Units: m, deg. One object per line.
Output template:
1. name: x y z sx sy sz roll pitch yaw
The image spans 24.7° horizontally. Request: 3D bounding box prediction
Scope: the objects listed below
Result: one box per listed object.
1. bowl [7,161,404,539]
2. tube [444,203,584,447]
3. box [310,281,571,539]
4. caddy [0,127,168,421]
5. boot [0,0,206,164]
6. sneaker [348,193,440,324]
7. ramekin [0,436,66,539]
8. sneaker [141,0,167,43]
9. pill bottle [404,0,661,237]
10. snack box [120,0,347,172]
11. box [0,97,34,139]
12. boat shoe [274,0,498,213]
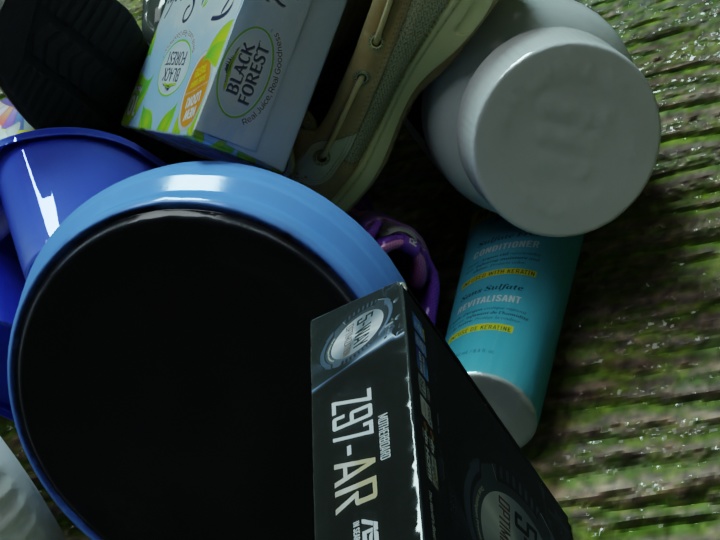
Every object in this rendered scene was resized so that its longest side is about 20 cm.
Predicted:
1. bowl: -0.067 0.053 0.741 0.199 0.202 0.039 -21 13 18
2. tube: 0.077 0.004 0.816 0.076 0.051 0.201 -7 36 21
3. box: 0.038 0.127 0.604 0.043 0.161 0.201 -24 36 17
4. caddy: -0.135 0.009 0.856 0.141 0.199 0.106 -38 44 21
5. boot: -0.173 -0.118 0.880 0.137 0.200 0.078 28 87 28
6. sneaker: 0.000 0.000 0.827 0.089 0.080 0.201 -53 29 32
7. ramekin: -0.231 0.115 0.815 0.105 0.202 0.199 -37 34 -19
8. sneaker: -0.064 -0.188 1.087 0.090 0.077 0.200 14 37 36
9. pill bottle: 0.077 -0.091 0.830 0.109 0.110 0.200 -33 21 2
10. snack box: -0.044 -0.153 0.789 0.202 0.052 0.142 -70 21 -1
11. box: -0.186 -0.050 0.947 0.199 0.049 0.117 -27 52 -27
12. boat shoe: -0.007 -0.093 0.780 0.201 0.063 0.074 -51 27 29
